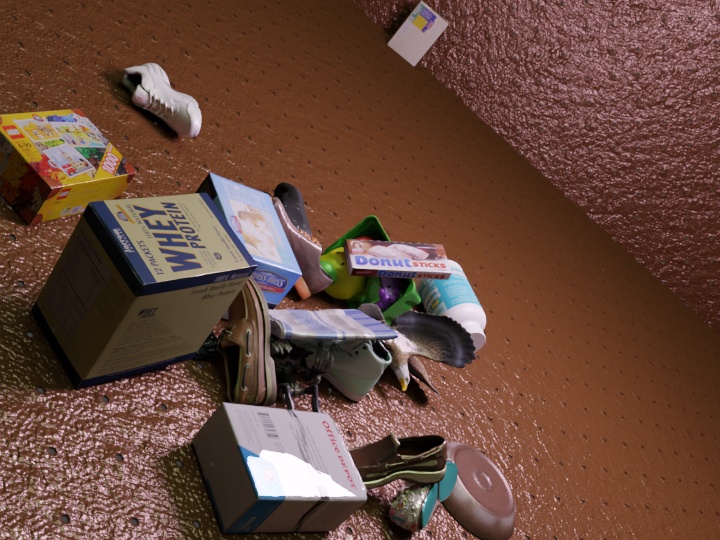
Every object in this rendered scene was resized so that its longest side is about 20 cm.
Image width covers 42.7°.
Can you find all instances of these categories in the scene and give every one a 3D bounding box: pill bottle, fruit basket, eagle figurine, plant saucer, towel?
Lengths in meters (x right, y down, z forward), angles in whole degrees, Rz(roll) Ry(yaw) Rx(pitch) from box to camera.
[{"bbox_3d":[0.195,0.081,1.934,0.110,0.111,0.201,22,31,-37],"label":"pill bottle"},{"bbox_3d":[0.000,0.000,1.757,0.216,0.155,0.216,51,11,-13],"label":"fruit basket"},{"bbox_3d":[0.083,0.146,1.644,0.198,0.153,0.151,7,4,-32],"label":"eagle figurine"},{"bbox_3d":[0.200,0.368,1.576,0.199,0.037,0.201,34,27,-20],"label":"plant saucer"},{"bbox_3d":[-0.058,0.083,1.444,0.197,0.024,0.147,3,9,-25],"label":"towel"}]

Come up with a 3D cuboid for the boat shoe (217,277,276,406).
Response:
[{"bbox_3d":[-0.173,0.101,1.353,0.067,0.072,0.202,0,65,-33],"label":"boat shoe"}]

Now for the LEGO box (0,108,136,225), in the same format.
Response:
[{"bbox_3d":[-0.461,-0.162,1.390,0.149,0.077,0.200,46,25,7],"label":"LEGO box"}]

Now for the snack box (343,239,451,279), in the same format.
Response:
[{"bbox_3d":[0.069,-0.020,1.712,0.197,0.024,0.072,3,48,-19],"label":"snack box"}]

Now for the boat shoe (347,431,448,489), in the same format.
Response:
[{"bbox_3d":[0.037,0.272,1.368,0.200,0.076,0.075,0,25,-24],"label":"boat shoe"}]

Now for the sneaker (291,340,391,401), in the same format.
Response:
[{"bbox_3d":[-0.042,0.116,1.521,0.200,0.118,0.074,36,27,-10],"label":"sneaker"}]

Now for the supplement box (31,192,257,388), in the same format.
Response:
[{"bbox_3d":[-0.280,0.022,1.196,0.199,0.200,0.135,-12,57,-52],"label":"supplement box"}]

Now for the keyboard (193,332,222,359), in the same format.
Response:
[{"bbox_3d":[-0.278,0.047,1.377,0.200,0.040,0.104,50,25,16],"label":"keyboard"}]

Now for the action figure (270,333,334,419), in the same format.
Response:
[{"bbox_3d":[-0.098,0.151,1.405,0.118,0.102,0.201,7,42,-34],"label":"action figure"}]

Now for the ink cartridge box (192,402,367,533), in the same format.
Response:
[{"bbox_3d":[-0.106,0.265,1.228,0.199,0.084,0.146,15,36,-45],"label":"ink cartridge box"}]

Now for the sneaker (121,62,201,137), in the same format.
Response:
[{"bbox_3d":[-0.390,-0.322,1.772,0.200,0.078,0.099,42,30,20],"label":"sneaker"}]

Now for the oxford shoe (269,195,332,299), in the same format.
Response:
[{"bbox_3d":[-0.111,-0.050,1.633,0.071,0.072,0.202,-114,-179,-64],"label":"oxford shoe"}]

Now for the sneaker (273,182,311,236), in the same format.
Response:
[{"bbox_3d":[-0.154,-0.110,1.784,0.104,0.060,0.201,23,34,-45],"label":"sneaker"}]

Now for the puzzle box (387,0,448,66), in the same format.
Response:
[{"bbox_3d":[0.208,-0.859,3.342,0.132,0.200,0.026,36,25,-14],"label":"puzzle box"}]

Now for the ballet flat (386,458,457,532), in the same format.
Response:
[{"bbox_3d":[0.096,0.340,1.433,0.063,0.077,0.200,3,10,22],"label":"ballet flat"}]

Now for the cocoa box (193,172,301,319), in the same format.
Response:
[{"bbox_3d":[-0.205,-0.034,1.501,0.132,0.131,0.201,18,34,-41],"label":"cocoa box"}]
